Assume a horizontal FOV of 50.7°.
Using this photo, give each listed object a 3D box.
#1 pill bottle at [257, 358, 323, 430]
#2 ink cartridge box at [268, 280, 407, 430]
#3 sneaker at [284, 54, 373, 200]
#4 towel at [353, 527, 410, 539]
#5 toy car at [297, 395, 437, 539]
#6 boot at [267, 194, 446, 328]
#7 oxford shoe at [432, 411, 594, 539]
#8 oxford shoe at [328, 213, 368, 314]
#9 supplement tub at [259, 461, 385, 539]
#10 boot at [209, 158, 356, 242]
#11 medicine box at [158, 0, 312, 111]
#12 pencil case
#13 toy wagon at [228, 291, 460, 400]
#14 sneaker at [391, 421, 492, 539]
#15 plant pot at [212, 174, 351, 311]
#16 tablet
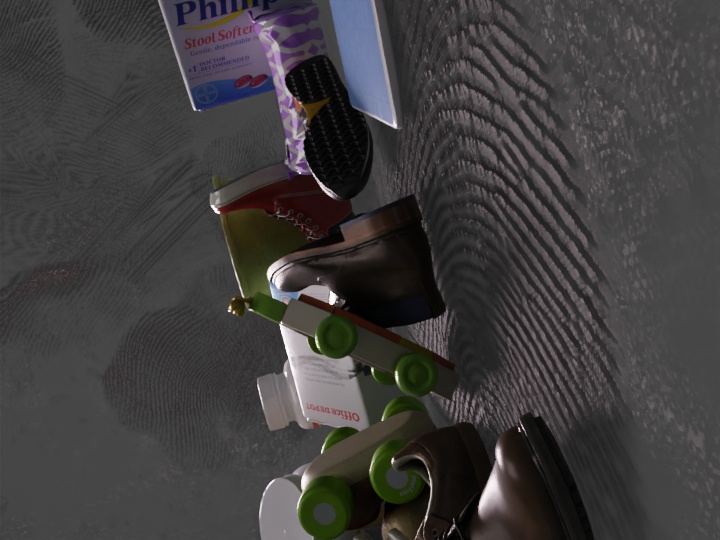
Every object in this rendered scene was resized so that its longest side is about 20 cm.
[{"bbox_3d":[-0.054,0.177,1.168,0.111,0.196,0.114,164,90,-84],"label":"pill bottle"},{"bbox_3d":[-0.029,0.096,1.006,0.143,0.083,0.204,0,107,48],"label":"ink cartridge box"},{"bbox_3d":[-0.021,-0.136,0.793,0.090,0.069,0.202,58,-170,-50],"label":"sneaker"},{"bbox_3d":[0.083,0.329,0.665,0.198,0.034,0.196,19,132,42],"label":"towel"},{"bbox_3d":[0.044,0.263,0.792,0.203,0.156,0.164,61,-170,-4],"label":"toy car"},{"bbox_3d":[-0.010,0.014,0.656,0.199,0.074,0.099,-24,90,51],"label":"boot"},{"bbox_3d":[0.079,0.155,0.417,0.073,0.083,0.203,-109,9,-47],"label":"oxford shoe"},{"bbox_3d":[0.000,0.000,0.809,0.201,0.071,0.086,117,141,-64],"label":"oxford shoe"},{"bbox_3d":[-0.015,0.314,0.972,0.143,0.197,0.148,-3,86,51],"label":"supplement tub"},{"bbox_3d":[-0.091,-0.069,0.989,0.072,0.197,0.147,5,113,57],"label":"boot"},{"bbox_3d":[-0.153,-0.327,0.946,0.202,0.178,0.104,82,170,-54],"label":"medicine box"},{"bbox_3d":[-0.069,-0.212,0.905,0.084,0.083,0.204,-82,-19,-72],"label":"pencil case"},{"bbox_3d":[-0.015,0.057,0.638,0.040,0.197,0.155,-65,4,-8],"label":"toy wagon"},{"bbox_3d":[0.082,0.213,0.566,0.071,0.074,0.202,81,172,-48],"label":"sneaker"},{"bbox_3d":[-0.103,-0.063,1.120,0.200,0.180,0.205,165,90,-85],"label":"plant pot"},{"bbox_3d":[0.001,-0.193,0.632,0.200,0.013,0.133,-124,20,-70],"label":"tablet"}]
